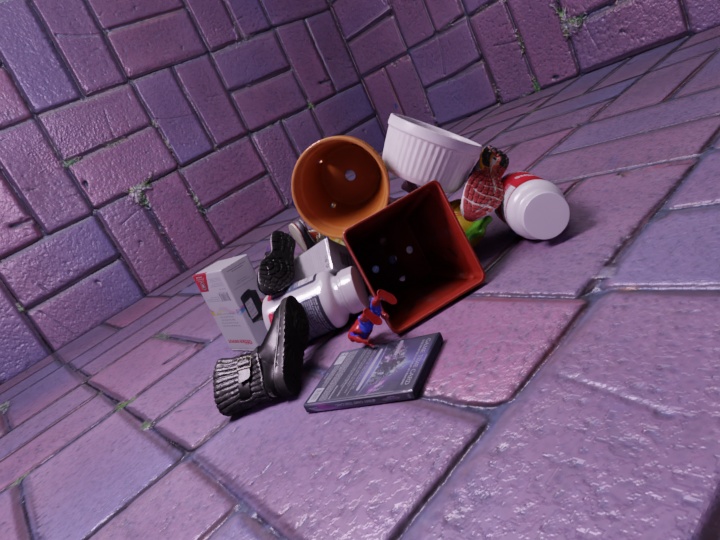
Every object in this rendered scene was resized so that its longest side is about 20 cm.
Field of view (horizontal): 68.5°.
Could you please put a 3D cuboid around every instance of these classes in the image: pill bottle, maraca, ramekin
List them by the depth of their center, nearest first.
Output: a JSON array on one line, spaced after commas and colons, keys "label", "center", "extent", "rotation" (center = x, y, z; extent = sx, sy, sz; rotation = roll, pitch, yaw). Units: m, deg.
[{"label": "pill bottle", "center": [0.330, -0.126, 1.030], "extent": [0.111, 0.114, 0.200], "rotation": [-24, 16, 8]}, {"label": "ramekin", "center": [0.138, -0.235, 1.077], "extent": [0.197, 0.106, 0.201], "rotation": [17, 20, -6]}, {"label": "pill bottle", "center": [-0.088, 0.072, 1.078], "extent": [0.197, 0.121, 0.120], "rotation": [-23, 16, 14]}, {"label": "maraca", "center": [0.211, -0.088, 1.111], "extent": [0.137, 0.107, 0.200], "rotation": [-45, 15, 10]}]

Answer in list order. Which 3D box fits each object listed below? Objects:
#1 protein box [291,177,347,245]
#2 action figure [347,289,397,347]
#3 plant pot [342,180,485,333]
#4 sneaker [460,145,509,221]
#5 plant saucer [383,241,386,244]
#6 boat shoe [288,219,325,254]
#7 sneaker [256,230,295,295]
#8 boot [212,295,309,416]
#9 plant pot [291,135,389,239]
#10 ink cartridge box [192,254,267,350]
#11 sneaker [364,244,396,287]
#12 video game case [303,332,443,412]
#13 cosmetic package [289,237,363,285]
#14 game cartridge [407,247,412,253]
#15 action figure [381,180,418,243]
[{"label": "protein box", "center": [-0.072, -0.157, 1.432], "extent": [0.135, 0.201, 0.198], "rotation": [-41, 5, -7]}, {"label": "action figure", "center": [0.015, 0.089, 0.883], "extent": [0.066, 0.051, 0.200], "rotation": [-57, 0, -21]}, {"label": "plant pot", "center": [0.082, -0.024, 1.002], "extent": [0.198, 0.202, 0.176], "rotation": [-29, 5, -9]}, {"label": "sneaker", "center": [0.246, -0.162, 1.068], "extent": [0.201, 0.077, 0.083], "rotation": [-58, -2, -39]}, {"label": "plant saucer", "center": [0.059, -0.102, 1.541], "extent": [0.198, 0.032, 0.201], "rotation": [-26, 17, 8]}, {"label": "boat shoe", "center": [-0.107, -0.060, 1.215], "extent": [0.062, 0.201, 0.071], "rotation": [-36, 59, -6]}, {"label": "sneaker", "center": [-0.185, 0.005, 1.131], "extent": [0.088, 0.075, 0.201], "rotation": [-57, 14, 31]}, {"label": "boot", "center": [-0.182, 0.150, 0.962], "extent": [0.156, 0.080, 0.213], "rotation": [-20, 41, 22]}, {"label": "plant pot", "center": [-0.031, -0.184, 1.094], "extent": [0.198, 0.202, 0.140], "rotation": [-21, 18, 17]}, {"label": "ink cartridge box", "center": [-0.285, 0.077, 1.230], "extent": [0.145, 0.202, 0.083], "rotation": [-7, 21, 48]}, {"label": "sneaker", "center": [0.000, 0.000, 1.236], "extent": [0.198, 0.078, 0.076], "rotation": [-22, 18, 24]}, {"label": "video game case", "center": [0.021, 0.158, 0.822], "extent": [0.198, 0.019, 0.143], "rotation": [-16, 20, 32]}, {"label": "cosmetic package", "center": [-0.105, 0.019, 1.192], "extent": [0.198, 0.082, 0.112], "rotation": [-29, -29, 29]}, {"label": "game cartridge", "center": [0.197, -0.103, 1.322], "extent": [0.199, 0.039, 0.129], "rotation": [-36, 22, -28]}, {"label": "action figure", "center": [0.089, -0.139, 1.154], "extent": [0.197, 0.136, 0.149], "rotation": [-21, 7, 19]}]
